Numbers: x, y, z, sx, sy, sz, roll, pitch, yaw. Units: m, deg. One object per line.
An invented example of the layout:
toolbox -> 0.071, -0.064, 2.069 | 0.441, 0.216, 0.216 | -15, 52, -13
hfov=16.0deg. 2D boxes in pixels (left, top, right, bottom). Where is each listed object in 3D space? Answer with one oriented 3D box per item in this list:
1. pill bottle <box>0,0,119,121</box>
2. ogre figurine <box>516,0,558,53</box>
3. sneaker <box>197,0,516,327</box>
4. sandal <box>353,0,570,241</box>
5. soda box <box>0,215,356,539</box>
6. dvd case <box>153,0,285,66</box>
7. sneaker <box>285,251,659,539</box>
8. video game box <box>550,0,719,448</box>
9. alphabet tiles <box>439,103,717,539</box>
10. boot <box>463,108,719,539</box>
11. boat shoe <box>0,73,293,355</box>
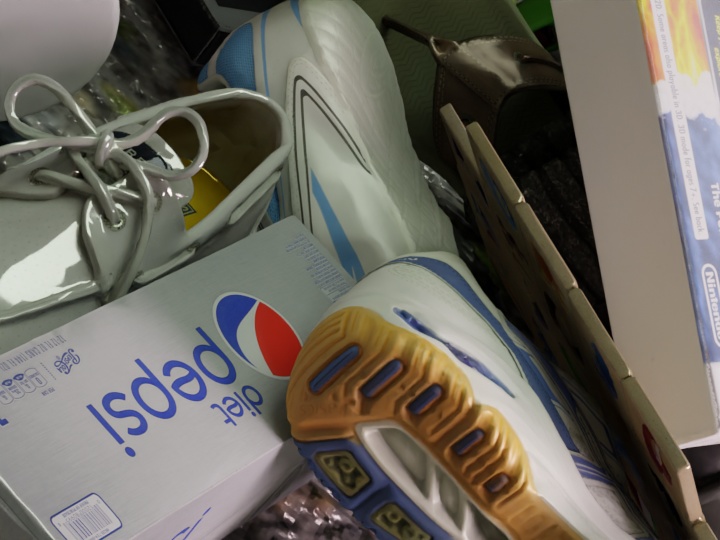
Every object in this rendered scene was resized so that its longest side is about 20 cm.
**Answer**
pill bottle -> -0.135, -0.145, 0.865 | 0.110, 0.111, 0.200 | 20, 35, -32
ogre figurine -> 0.121, -0.116, 1.147 | 0.120, 0.098, 0.201 | 3, 81, -58
sneaker -> 0.000, 0.000, 0.888 | 0.072, 0.072, 0.201 | 8, 56, -55
sandal -> 0.057, -0.056, 0.962 | 0.201, 0.080, 0.057 | 47, -18, -20
soda box -> -0.064, 0.050, 0.732 | 0.063, 0.068, 0.200 | 46, 29, 9
dvd case -> -0.054, -0.155, 1.063 | 0.150, 0.025, 0.200 | 3, 46, -47
sneaker -> 0.064, 0.077, 0.750 | 0.200, 0.075, 0.088 | 55, 28, -12
video game box -> 0.153, -0.042, 0.893 | 0.182, 0.047, 0.201 | -3, 80, -43
alphabet tiles -> 0.078, 0.045, 0.791 | 0.200, 0.006, 0.167 | 61, -3, 33
boot -> 0.141, -0.007, 0.955 | 0.211, 0.079, 0.158 | -34, 98, -46
boat shoe -> -0.080, -0.020, 0.784 | 0.075, 0.086, 0.202 | 45, 32, 15
